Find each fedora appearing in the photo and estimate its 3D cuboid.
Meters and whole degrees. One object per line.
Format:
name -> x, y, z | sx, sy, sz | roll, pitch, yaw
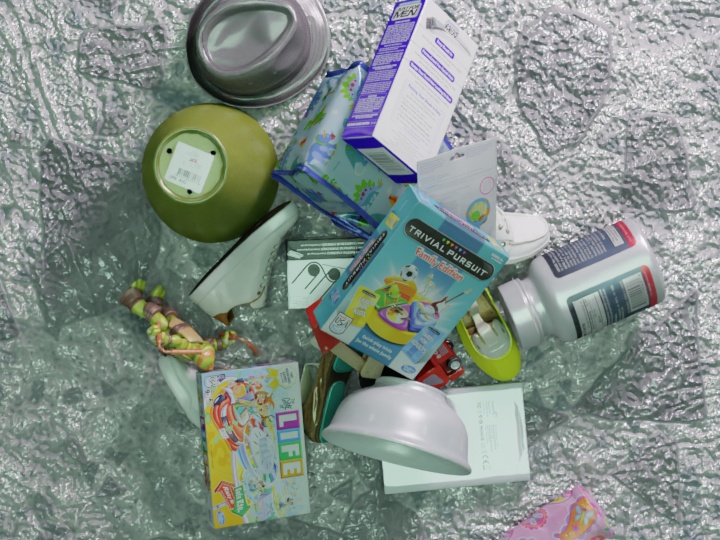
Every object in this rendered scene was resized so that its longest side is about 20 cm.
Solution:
fedora -> -0.139, -0.307, 1.681 | 0.198, 0.090, 0.179 | -17, 91, 1

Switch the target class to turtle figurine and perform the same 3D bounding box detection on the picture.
turtle figurine -> -0.234, 0.082, 1.677 | 0.161, 0.199, 0.065 | 40, 109, 28

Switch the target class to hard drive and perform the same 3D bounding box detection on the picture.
hard drive -> 0.125, 0.226, 1.732 | 0.197, 0.025, 0.134 | -6, 92, 0

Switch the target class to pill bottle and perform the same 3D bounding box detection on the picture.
pill bottle -> 0.286, 0.024, 1.678 | 0.198, 0.120, 0.121 | -23, 92, 1

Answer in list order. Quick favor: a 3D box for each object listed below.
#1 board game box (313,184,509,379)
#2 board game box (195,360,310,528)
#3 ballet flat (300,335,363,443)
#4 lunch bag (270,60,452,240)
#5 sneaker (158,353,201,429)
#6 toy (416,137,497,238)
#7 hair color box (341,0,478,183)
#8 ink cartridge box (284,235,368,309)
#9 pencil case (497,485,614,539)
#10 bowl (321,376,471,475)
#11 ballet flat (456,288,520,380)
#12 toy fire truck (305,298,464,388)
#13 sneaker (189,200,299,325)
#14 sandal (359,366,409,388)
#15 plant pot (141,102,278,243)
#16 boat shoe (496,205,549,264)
board game box -> 0.061, 0.018, 1.556 | 0.150, 0.047, 0.201 | 29, 108, -28
board game box -> -0.141, 0.226, 1.682 | 0.133, 0.034, 0.203 | -6, 93, -21
ballet flat -> -0.042, 0.130, 1.712 | 0.072, 0.068, 0.202 | 25, 103, 32
lunch bag -> 0.012, -0.142, 1.655 | 0.199, 0.127, 0.171 | 33, 76, -23
sneaker -> -0.188, 0.177, 1.715 | 0.088, 0.075, 0.201 | -38, 101, -3
toy -> 0.112, -0.064, 1.592 | 0.114, 0.047, 0.202 | -19, 121, -25
hair color box -> 0.063, -0.222, 1.579 | 0.109, 0.064, 0.202 | 36, 69, -38
ink cartridge box -> 0.000, 0.000, 1.715 | 0.197, 0.044, 0.095 | -3, 93, 0
pencil case -> 0.240, 0.374, 1.711 | 0.199, 0.087, 0.088 | -38, 91, 2
bowl -> 0.055, 0.192, 1.633 | 0.199, 0.201, 0.091 | 14, 75, 0
ballet flat -> 0.155, 0.060, 1.705 | 0.066, 0.067, 0.202 | -26, 92, 0
toy fire truck -> 0.034, 0.094, 1.649 | 0.140, 0.049, 0.201 | -32, 123, 5
sneaker -> -0.134, -0.007, 1.697 | 0.085, 0.073, 0.200 | 43, 113, -7
sandal -> 0.062, 0.081, 1.706 | 0.074, 0.045, 0.201 | 20, 112, -25
plant pot -> -0.202, -0.128, 1.634 | 0.184, 0.200, 0.190 | 0, 92, 0
boat shoe -> 0.165, -0.053, 1.670 | 0.198, 0.071, 0.070 | -8, 136, -22
